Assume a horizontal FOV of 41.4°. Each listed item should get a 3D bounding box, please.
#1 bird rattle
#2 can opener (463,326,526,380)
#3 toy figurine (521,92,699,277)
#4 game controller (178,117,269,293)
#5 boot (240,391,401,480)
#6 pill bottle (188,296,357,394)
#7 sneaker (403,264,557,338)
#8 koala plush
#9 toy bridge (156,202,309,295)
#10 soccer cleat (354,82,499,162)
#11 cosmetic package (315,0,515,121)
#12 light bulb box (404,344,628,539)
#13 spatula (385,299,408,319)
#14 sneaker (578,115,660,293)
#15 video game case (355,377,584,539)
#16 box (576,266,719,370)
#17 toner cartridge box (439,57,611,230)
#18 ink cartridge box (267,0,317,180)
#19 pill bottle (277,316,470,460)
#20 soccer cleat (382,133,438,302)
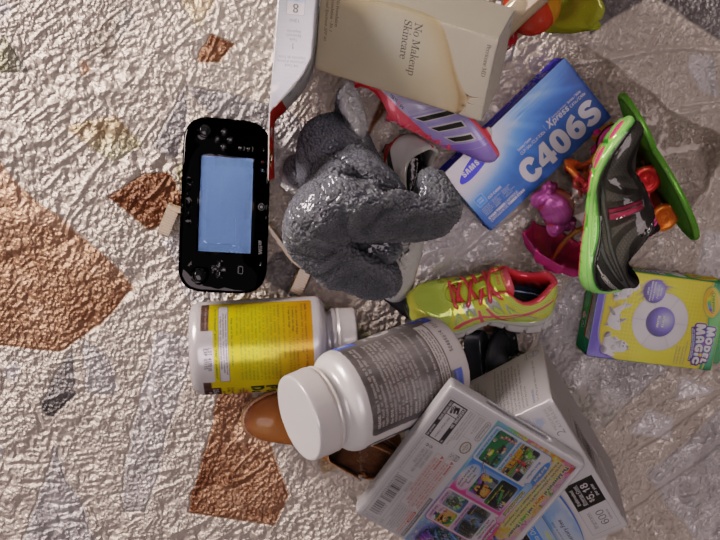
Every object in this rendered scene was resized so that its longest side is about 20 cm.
[{"bbox_3d":[0.178,-0.291,1.072,0.198,0.163,0.114,-30,85,-9],"label":"bird rattle"},{"bbox_3d":[0.188,0.166,1.216,0.063,0.078,0.204,-28,111,-37],"label":"can opener"},{"bbox_3d":[0.274,-0.078,1.130,0.182,0.151,0.201,-29,117,10],"label":"toy figurine"},{"bbox_3d":[-0.158,-0.076,1.108,0.102,0.042,0.204,2,85,-7],"label":"game controller"},{"bbox_3d":[-0.046,0.198,1.141,0.196,0.155,0.075,1,102,-6],"label":"boot"},{"bbox_3d":[-0.103,0.088,1.136,0.196,0.109,0.112,-3,102,-5],"label":"pill bottle"},{"bbox_3d":[0.149,0.027,1.151,0.196,0.079,0.091,-4,147,-13],"label":"sneaker"},{"bbox_3d":[-0.019,-0.100,1.057,0.181,0.202,0.178,11,135,-36],"label":"koala plush"},{"bbox_3d":[-0.142,-0.038,1.148,0.197,0.027,0.068,24,97,-9],"label":"toy bridge"},{"bbox_3d":[0.073,-0.182,1.106,0.200,0.067,0.077,42,92,6],"label":"soccer cleat"},{"bbox_3d":[0.056,-0.247,1.023,0.197,0.073,0.105,20,135,14],"label":"cosmetic package"},{"bbox_3d":[0.181,0.236,1.141,0.198,0.125,0.200,-29,107,17],"label":"light bulb box"},{"bbox_3d":[0.000,0.000,1.174,0.199,0.021,0.057,40,91,-13],"label":"spatula"},{"bbox_3d":[0.289,-0.071,1.045,0.082,0.077,0.204,7,115,13],"label":"sneaker"},{"bbox_3d":[0.120,0.239,1.064,0.180,0.024,0.201,30,112,-10],"label":"video game case"},{"bbox_3d":[0.384,0.060,1.215,0.196,0.048,0.120,6,101,-9],"label":"box"},{"bbox_3d":[0.197,-0.153,1.153,0.200,0.043,0.095,-44,101,4],"label":"toner cartridge box"},{"bbox_3d":[-0.073,-0.201,1.045,0.046,0.160,0.204,3,96,-3],"label":"ink cartridge box"},{"bbox_3d":[0.014,0.132,1.064,0.197,0.113,0.116,-17,105,-29],"label":"pill bottle"},{"bbox_3d":[0.054,-0.059,1.129,0.067,0.085,0.204,2,100,-30],"label":"soccer cleat"}]
